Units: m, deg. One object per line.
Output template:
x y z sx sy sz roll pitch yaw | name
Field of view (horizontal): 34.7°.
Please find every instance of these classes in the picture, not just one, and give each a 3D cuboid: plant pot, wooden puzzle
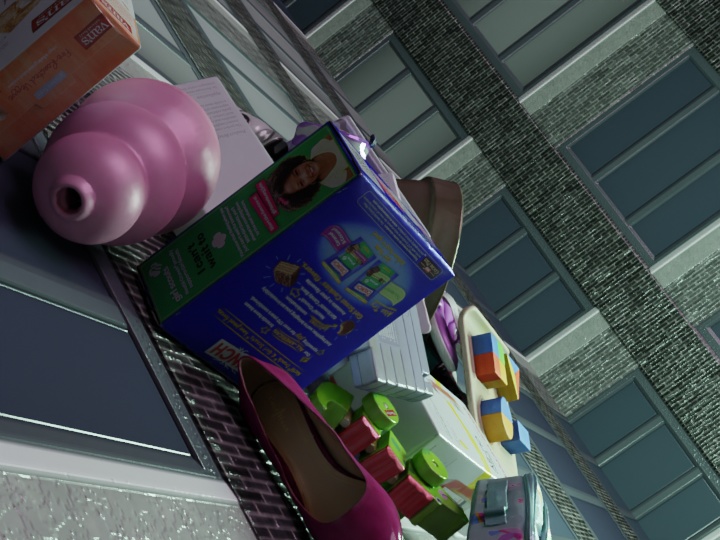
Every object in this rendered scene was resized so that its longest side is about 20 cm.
0.013 -0.038 1.430 0.173 0.200 0.200 17 19 -12 | plant pot
0.172 0.165 1.440 0.185 0.046 0.200 48 38 -58 | wooden puzzle

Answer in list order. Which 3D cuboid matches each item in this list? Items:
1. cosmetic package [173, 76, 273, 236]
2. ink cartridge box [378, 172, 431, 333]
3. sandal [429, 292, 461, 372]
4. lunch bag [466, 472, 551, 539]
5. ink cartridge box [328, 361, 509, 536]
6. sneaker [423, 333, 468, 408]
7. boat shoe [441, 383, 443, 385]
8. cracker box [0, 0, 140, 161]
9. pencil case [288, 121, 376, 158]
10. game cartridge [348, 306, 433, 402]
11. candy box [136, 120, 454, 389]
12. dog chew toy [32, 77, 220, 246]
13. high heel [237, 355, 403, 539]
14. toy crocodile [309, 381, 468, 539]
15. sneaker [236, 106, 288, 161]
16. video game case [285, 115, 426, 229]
-0.138 -0.083 1.095 0.102 0.074 0.200 -19 68 -34 | cosmetic package
0.000 0.000 1.255 0.068 0.116 0.200 95 -16 -61 | ink cartridge box
0.115 0.062 1.476 0.083 0.050 0.203 61 11 -17 | sandal
0.141 0.279 1.063 0.200 0.077 0.161 -54 138 -79 | lunch bag
0.070 0.182 1.246 0.200 0.083 0.145 43 13 -47 | ink cartridge box
0.090 0.143 1.492 0.121 0.084 0.200 48 8 -34 | sneaker
0.080 0.167 1.411 0.200 0.064 0.071 54 9 5 | boat shoe
-0.243 -0.185 0.884 0.058 0.134 0.200 47 11 -35 | cracker box
-0.053 -0.054 1.172 0.084 0.200 0.085 19 -3 -3 | pencil case
0.013 0.022 1.112 0.130 0.038 0.201 19 55 -55 | game cartridge
-0.050 0.002 0.946 0.169 0.200 0.077 45 11 -48 | candy box
-0.180 -0.075 0.861 0.125 0.124 0.200 52 17 -8 | dog chew toy
-0.039 0.147 0.877 0.200 0.067 0.096 42 -12 46 | high heel
0.024 0.180 1.080 0.200 0.067 0.062 49 14 -11 | toy crocodile
-0.124 -0.109 1.235 0.089 0.074 0.200 45 -25 18 | sneaker
-0.045 -0.073 1.344 0.200 0.182 0.023 57 -17 25 | video game case
